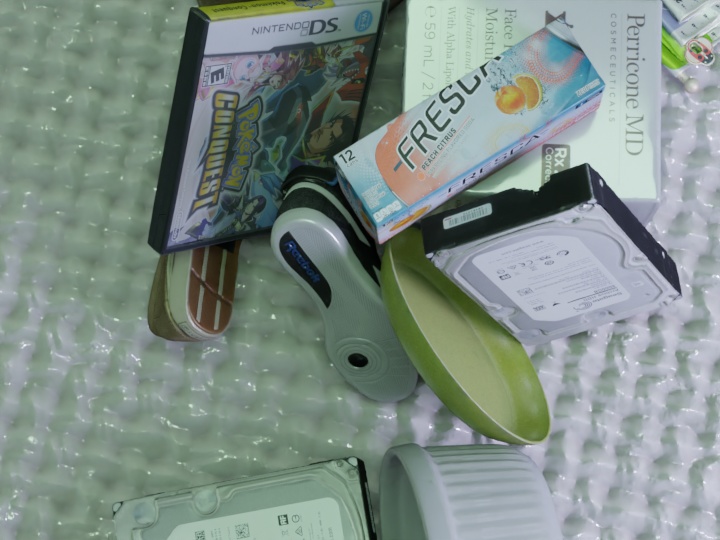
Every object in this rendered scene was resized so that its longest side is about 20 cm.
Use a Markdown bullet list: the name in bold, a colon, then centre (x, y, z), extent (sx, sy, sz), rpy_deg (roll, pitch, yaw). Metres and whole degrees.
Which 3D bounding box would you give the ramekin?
- **ramekin**: centre (0.085, 0.223, 1.568), extent (0.104, 0.200, 0.201), rpy_deg (-7, 77, -11)

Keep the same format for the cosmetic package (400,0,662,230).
- **cosmetic package**: centre (0.130, -0.117, 1.653), extent (0.199, 0.165, 0.166), rpy_deg (2, 79, 1)

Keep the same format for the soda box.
- **soda box**: centre (0.078, -0.101, 1.530), extent (0.199, 0.068, 0.064), rpy_deg (-32, 80, -4)

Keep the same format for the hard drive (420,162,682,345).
- **hard drive**: centre (0.149, -0.007, 1.595), extent (0.139, 0.200, 0.038), rpy_deg (-18, 62, 20)

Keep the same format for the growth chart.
- **growth chart**: centre (0.289, -0.263, 1.760), extent (0.145, 0.018, 0.200), rpy_deg (42, 80, 10)

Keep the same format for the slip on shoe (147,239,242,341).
- **slip on shoe**: centre (-0.126, -0.035, 1.692), extent (0.060, 0.076, 0.201), rpy_deg (-13, 61, 43)

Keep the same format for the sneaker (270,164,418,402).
- **sneaker**: centre (0.000, 0.000, 1.657), extent (0.073, 0.200, 0.112), rpy_deg (-13, 36, 21)

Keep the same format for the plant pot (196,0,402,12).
- **plant pot**: centre (-0.021, -0.269, 1.697), extent (0.199, 0.187, 0.188), rpy_deg (-25, 78, -20)

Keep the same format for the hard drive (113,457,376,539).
- **hard drive**: centre (-0.085, 0.231, 1.621), extent (0.199, 0.038, 0.141), rpy_deg (-11, 78, 9)

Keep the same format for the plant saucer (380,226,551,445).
- **plant saucer**: centre (0.075, 0.056, 1.613), extent (0.031, 0.200, 0.201), rpy_deg (-36, 79, 19)

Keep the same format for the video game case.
- **video game case**: centre (-0.070, -0.116, 1.615), extent (0.180, 0.201, 0.025), rpy_deg (-13, 38, -40)
